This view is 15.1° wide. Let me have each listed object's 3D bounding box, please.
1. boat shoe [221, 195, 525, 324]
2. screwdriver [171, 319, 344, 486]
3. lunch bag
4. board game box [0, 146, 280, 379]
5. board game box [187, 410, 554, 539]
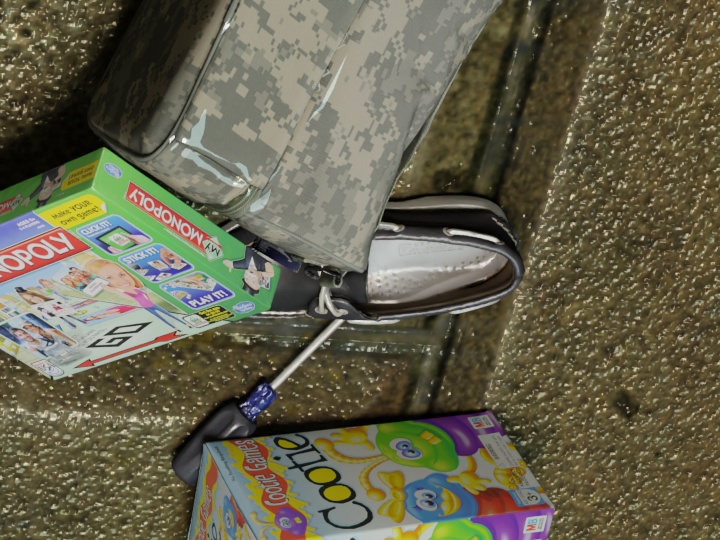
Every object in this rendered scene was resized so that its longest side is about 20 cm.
[{"bbox_3d":[0.000,0.000,1.624,0.198,0.060,0.074,-3,119,-12],"label":"boat shoe"},{"bbox_3d":[-0.045,0.060,1.680,0.200,0.028,0.029,-47,152,15],"label":"screwdriver"},{"bbox_3d":[-0.029,-0.109,1.469,0.167,0.139,0.201,28,90,-25],"label":"lunch bag"},{"bbox_3d":[-0.160,0.000,1.533,0.134,0.029,0.199,34,145,-32],"label":"board game box"},{"bbox_3d":[0.004,0.167,1.700,0.198,0.103,0.106,-5,126,-24],"label":"board game box"}]
